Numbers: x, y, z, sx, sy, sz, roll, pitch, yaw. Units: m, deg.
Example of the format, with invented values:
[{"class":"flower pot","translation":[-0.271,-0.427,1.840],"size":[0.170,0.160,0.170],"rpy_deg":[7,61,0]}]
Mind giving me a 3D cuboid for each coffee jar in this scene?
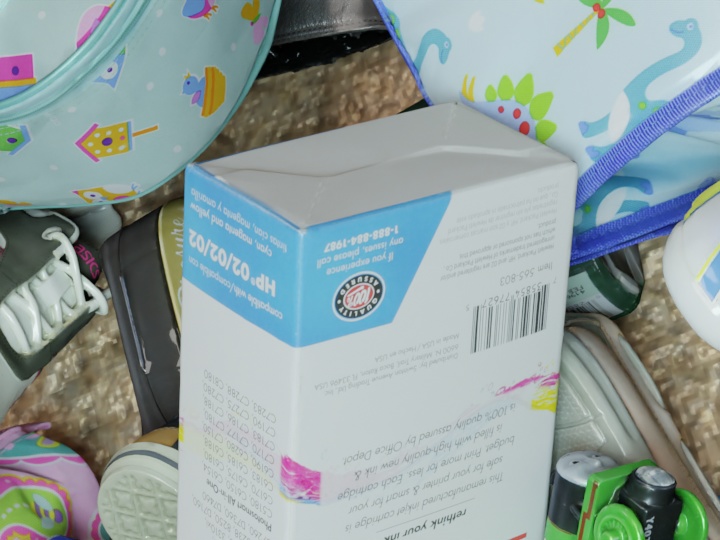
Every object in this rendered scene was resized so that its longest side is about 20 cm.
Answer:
[{"class":"coffee jar","translation":[0.000,0.000,0.988],"size":[0.200,0.085,0.104],"rpy_deg":[-22,68,17]}]

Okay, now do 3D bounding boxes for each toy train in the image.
[{"class":"toy train","translation":[0.073,0.150,0.884],"size":[0.056,0.042,0.200],"rpy_deg":[33,123,44]}]

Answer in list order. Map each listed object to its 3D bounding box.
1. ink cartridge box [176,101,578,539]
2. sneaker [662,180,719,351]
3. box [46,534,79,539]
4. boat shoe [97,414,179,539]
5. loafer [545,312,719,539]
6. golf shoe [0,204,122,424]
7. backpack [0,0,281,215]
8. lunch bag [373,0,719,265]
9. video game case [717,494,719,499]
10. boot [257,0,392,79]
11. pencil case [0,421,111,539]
[{"class":"ink cartridge box","translation":[0.002,0.056,0.863],"size":[0.068,0.115,0.200],"rpy_deg":[30,125,45]},{"class":"sneaker","translation":[0.191,-0.034,0.845],"size":[0.076,0.200,0.105],"rpy_deg":[58,143,21]},{"class":"box","translation":[-0.081,0.198,0.956],"size":[0.041,0.119,0.200],"rpy_deg":[-10,74,21]},{"class":"boat shoe","translation":[-0.007,0.123,0.946],"size":[0.200,0.062,0.075],"rpy_deg":[42,132,-4]},{"class":"loafer","translation":[0.111,0.102,0.905],"size":[0.072,0.063,0.200],"rpy_deg":[-34,81,40]},{"class":"golf shoe","translation":[-0.144,0.013,1.002],"size":[0.088,0.200,0.077],"rpy_deg":[-23,112,8]},{"class":"backpack","translation":[-0.135,-0.112,0.987],"size":[0.200,0.153,0.176],"rpy_deg":[3,61,28]},{"class":"lunch bag","translation":[0.106,-0.112,0.900],"size":[0.200,0.127,0.170],"rpy_deg":[-30,64,8]},{"class":"video game case","translation":[0.165,0.146,0.916],"size":[0.200,0.018,0.143],"rpy_deg":[-11,74,21]},{"class":"boot","translation":[-0.071,-0.157,1.072],"size":[0.200,0.069,0.174],"rpy_deg":[-6,83,30]},{"class":"pencil case","translation":[-0.176,0.119,0.974],"size":[0.087,0.200,0.087],"rpy_deg":[9,108,29]}]
